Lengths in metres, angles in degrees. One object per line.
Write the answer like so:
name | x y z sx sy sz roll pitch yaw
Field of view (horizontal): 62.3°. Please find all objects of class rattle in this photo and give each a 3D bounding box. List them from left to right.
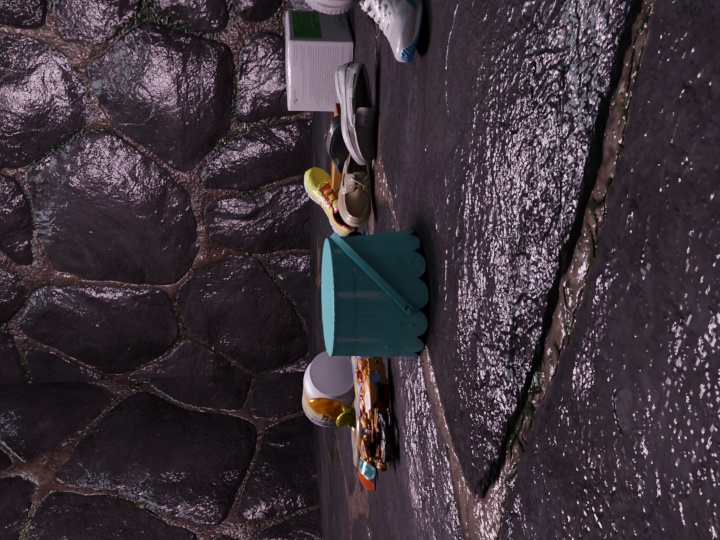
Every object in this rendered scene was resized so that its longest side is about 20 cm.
rattle | -0.040 0.384 1.339 0.130 0.141 0.202 134 143 -55

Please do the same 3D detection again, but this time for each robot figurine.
robot figurine | 0.025 0.272 1.120 0.145 0.057 0.202 106 162 -66

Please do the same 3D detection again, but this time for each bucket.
bucket | 0.014 0.037 0.904 0.207 0.133 0.210 179 90 -80

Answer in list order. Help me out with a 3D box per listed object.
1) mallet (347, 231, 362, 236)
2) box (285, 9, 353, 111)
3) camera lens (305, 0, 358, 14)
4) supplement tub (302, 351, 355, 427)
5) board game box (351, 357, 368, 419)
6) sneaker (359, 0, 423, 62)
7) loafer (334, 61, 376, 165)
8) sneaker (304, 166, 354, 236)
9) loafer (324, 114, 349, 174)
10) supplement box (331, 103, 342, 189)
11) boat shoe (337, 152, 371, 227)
mallet | 0.000 0.000 1.359 0.066 0.041 0.201 97 164 -47
box | -0.116 -0.564 1.607 0.200 0.169 0.201 -100 13 -46
camera lens | -0.051 -0.633 1.185 0.200 0.158 0.162 132 136 -78
supplement tub | -0.078 0.307 1.547 0.201 0.143 0.146 100 166 -56
board game box | 0.007 0.207 1.316 0.136 0.034 0.202 100 166 -53
sneaker | 0.042 -0.377 0.852 0.077 0.080 0.202 107 159 -60
loafer | -0.001 -0.313 1.195 0.069 0.070 0.202 2 113 42
sneaker | -0.069 -0.179 1.515 0.201 0.078 0.090 54 171 -13
loafer | -0.052 -0.283 1.313 0.063 0.072 0.200 52 171 17
supplement box | -0.035 -0.297 1.443 0.069 0.066 0.202 -101 14 -51
boat shoe | -0.009 -0.183 1.270 0.065 0.071 0.202 104 170 -54
